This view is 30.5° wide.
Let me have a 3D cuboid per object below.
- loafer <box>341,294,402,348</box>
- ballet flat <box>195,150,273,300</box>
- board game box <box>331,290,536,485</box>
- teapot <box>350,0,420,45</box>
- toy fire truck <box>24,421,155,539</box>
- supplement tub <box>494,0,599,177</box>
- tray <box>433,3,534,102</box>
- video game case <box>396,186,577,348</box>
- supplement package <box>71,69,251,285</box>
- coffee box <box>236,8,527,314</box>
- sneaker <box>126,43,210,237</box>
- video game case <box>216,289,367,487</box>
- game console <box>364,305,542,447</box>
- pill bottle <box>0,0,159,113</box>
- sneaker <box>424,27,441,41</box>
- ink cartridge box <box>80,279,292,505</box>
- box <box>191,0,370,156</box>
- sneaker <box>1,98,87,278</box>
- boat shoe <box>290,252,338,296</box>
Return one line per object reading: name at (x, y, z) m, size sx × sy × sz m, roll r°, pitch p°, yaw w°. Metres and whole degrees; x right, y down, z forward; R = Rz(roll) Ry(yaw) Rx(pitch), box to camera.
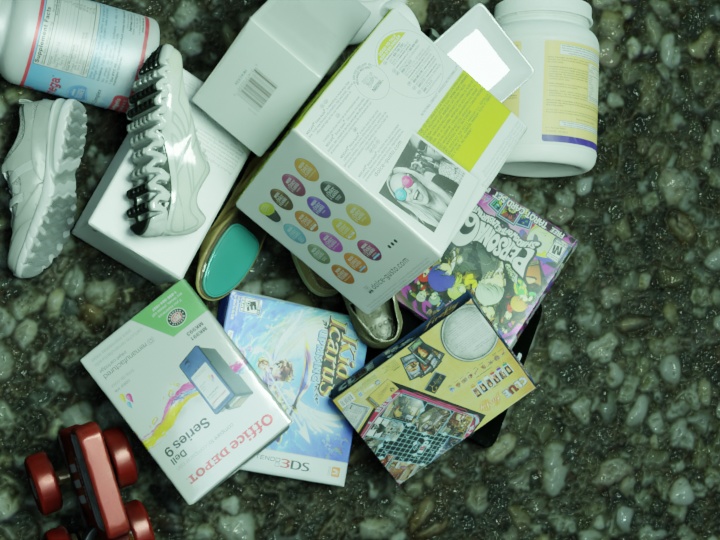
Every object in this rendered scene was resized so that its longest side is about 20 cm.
loafer at (0.000, 0.000, 1.516) m, size 0.076 × 0.067 × 0.202 m, roll -32°, pitch 105°, yaw -12°
ballet flat at (-0.139, -0.052, 1.527) m, size 0.069 × 0.063 × 0.201 m, roll 47°, pitch 66°, yaw -38°
board game box at (0.084, 0.137, 1.526) m, size 0.199 × 0.035 × 0.136 m, roll -36°, pitch 104°, yaw 8°
teapot at (-0.012, -0.362, 1.551) m, size 0.198 × 0.146 × 0.200 m, roll 15°, pitch 82°, yaw -20°
toy fire truck at (-0.276, 0.258, 1.396) m, size 0.111 × 0.168 × 0.203 m, roll -16°, pitch 92°, yaw -21°
supplement tub at (0.222, -0.225, 1.634) m, size 0.143 × 0.145 × 0.203 m, roll 5°, pitch 85°, yaw -21°
tray at (0.099, -0.210, 1.558) m, size 0.200 × 0.022 × 0.108 m, roll -41°, pitch 98°, yaw -3°
video game case at (0.131, -0.011, 1.588) m, size 0.199 × 0.036 × 0.182 m, roll 33°, pitch 83°, yaw 13°
supplement package at (-0.215, -0.102, 1.469) m, size 0.121 × 0.120 × 0.202 m, roll 32°, pitch 75°, yaw -17°
coffee box at (0.019, -0.113, 1.409) m, size 0.197 × 0.200 × 0.201 m, roll 39°, pitch 60°, yaw -6°
sneaker at (-0.198, -0.133, 1.382) m, size 0.080 × 0.075 × 0.203 m, roll 3°, pitch 87°, yaw -34°
video game case at (-0.090, 0.138, 1.543) m, size 0.179 × 0.045 × 0.203 m, roll 12°, pitch 82°, yaw -21°
game console at (0.114, 0.092, 1.639) m, size 0.175 × 0.115 × 0.202 m, roll 34°, pitch 74°, yaw -47°
pill bottle at (-0.327, -0.246, 1.441) m, size 0.198 × 0.109 × 0.110 m, roll 13°, pitch 82°, yaw -20°
sneaker at (0.099, -0.190, 1.621) m, size 0.088 × 0.074 × 0.203 m, roll 18°, pitch 81°, yaw -17°
ink cartridge box at (-0.188, 0.134, 1.447) m, size 0.145 × 0.088 × 0.201 m, roll -37°, pitch 88°, yaw -7°
box at (-0.082, -0.235, 1.444) m, size 0.097 × 0.125 × 0.200 m, roll 38°, pitch 33°, yaw -6°
sneaker at (-0.358, -0.092, 1.453) m, size 0.081 × 0.075 × 0.203 m, roll 12°, pitch 87°, yaw 16°
boat shoe at (-0.047, -0.071, 1.560) m, size 0.073 × 0.066 × 0.203 m, roll -9°, pitch 90°, yaw -21°
